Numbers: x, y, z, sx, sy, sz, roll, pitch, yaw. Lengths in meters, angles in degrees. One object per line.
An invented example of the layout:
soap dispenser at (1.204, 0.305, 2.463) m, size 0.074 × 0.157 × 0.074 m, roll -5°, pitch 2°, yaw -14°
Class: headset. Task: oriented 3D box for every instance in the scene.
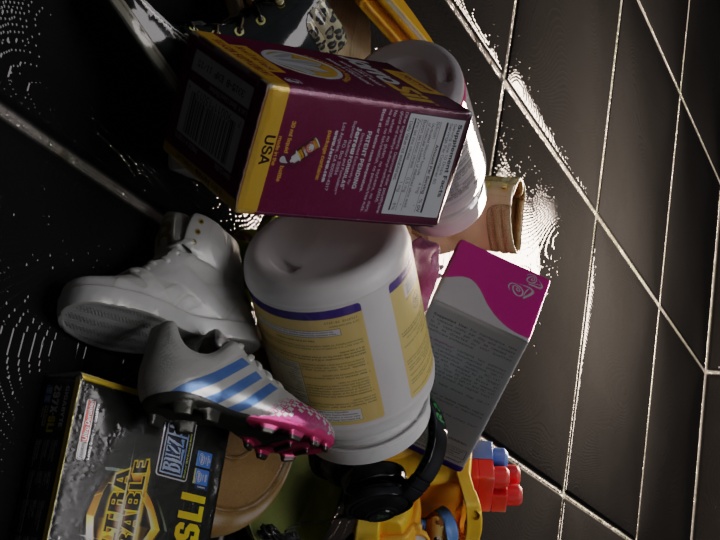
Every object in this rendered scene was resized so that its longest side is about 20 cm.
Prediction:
headset at (-0.010, 0.187, 1.154) m, size 0.200 × 0.124 × 0.094 m, roll -49°, pitch 139°, yaw 5°

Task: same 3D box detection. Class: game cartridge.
game cartridge at (0.001, -0.297, 1.228) m, size 0.201 × 0.032 × 0.176 m, roll 58°, pitch 12°, yaw 30°

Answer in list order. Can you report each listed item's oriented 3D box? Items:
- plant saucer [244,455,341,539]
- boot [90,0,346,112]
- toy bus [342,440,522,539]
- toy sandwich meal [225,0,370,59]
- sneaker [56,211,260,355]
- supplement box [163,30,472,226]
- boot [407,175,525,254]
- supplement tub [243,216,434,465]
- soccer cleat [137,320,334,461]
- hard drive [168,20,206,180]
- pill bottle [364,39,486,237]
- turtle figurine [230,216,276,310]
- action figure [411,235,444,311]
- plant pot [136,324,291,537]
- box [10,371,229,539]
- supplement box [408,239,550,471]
plant saucer at (-0.074, 0.187, 1.213) m, size 0.200 × 0.031 × 0.202 m, roll 2°, pitch 88°, yaw -62°
boot at (-0.111, -0.199, 1.006) m, size 0.154 × 0.073 × 0.204 m, roll -49°, pitch 128°, yaw -10°
toy bus at (0.076, 0.236, 1.286) m, size 0.201 × 0.190 × 0.136 m, roll -82°, pitch 177°, yaw -50°
toy sandwich meal at (-0.058, -0.247, 1.152) m, size 0.205 × 0.070 × 0.207 m, roll -13°, pitch 90°, yaw -69°
sneaker at (-0.169, 0.004, 1.001) m, size 0.199 × 0.073 × 0.116 m, roll 17°, pitch 55°, yaw -51°
supplement box at (-0.033, -0.110, 0.969) m, size 0.199 × 0.131 × 0.104 m, roll 2°, pitch 114°, yaw -39°
boot at (0.114, -0.115, 1.433) m, size 0.073 × 0.154 × 0.202 m, roll -22°, pitch 110°, yaw -60°
supplement tub at (-0.013, 0.055, 1.073) m, size 0.146 × 0.144 × 0.201 m, roll -56°, pitch 143°, yaw -46°
soccer cleat at (-0.092, 0.095, 0.981) m, size 0.199 × 0.070 × 0.087 m, roll 26°, pitch 53°, yaw -45°
hard drive at (-0.106, -0.136, 1.147) m, size 0.200 × 0.026 × 0.133 m, roll 19°, pitch 74°, yaw -61°
pill bottle at (0.063, -0.123, 1.208) m, size 0.200 × 0.112 × 0.114 m, roll 63°, pitch 37°, yaw -58°
turtle figurine at (-0.071, -0.039, 1.149) m, size 0.161 × 0.064 × 0.201 m, roll -40°, pitch 163°, yaw -47°
action figure at (0.000, 0.000, 1.224) m, size 0.200 × 0.148 × 0.135 m, roll 13°, pitch 85°, yaw -58°
plant pot at (-0.118, 0.135, 1.087) m, size 0.199 × 0.027 × 0.202 m, roll 6°, pitch 82°, yaw -50°
box at (-0.186, 0.195, 0.943) m, size 0.159 × 0.049 × 0.202 m, roll 27°, pitch 66°, yaw -47°
supplement box at (0.099, 0.086, 1.214) m, size 0.101 × 0.103 × 0.201 m, roll -60°, pitch 171°, yaw -48°
